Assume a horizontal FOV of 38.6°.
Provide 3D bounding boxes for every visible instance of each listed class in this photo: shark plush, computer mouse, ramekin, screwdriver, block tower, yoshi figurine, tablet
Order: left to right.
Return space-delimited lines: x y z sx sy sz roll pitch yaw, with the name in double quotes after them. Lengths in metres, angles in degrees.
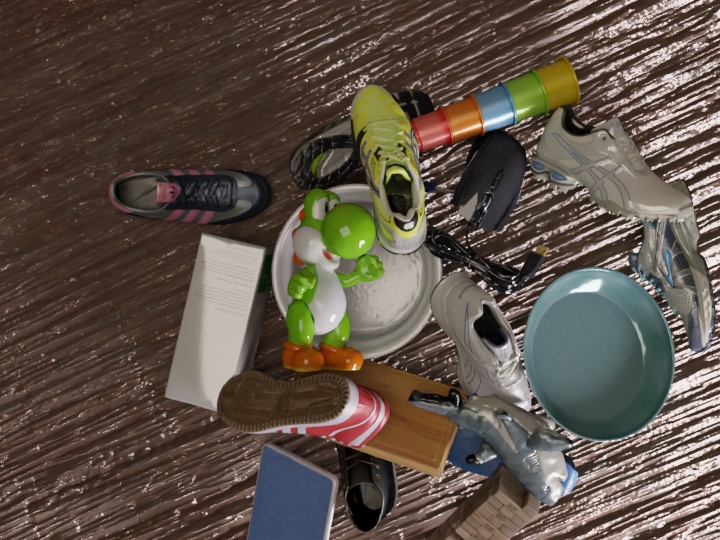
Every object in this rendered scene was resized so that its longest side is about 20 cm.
-0.089 0.324 1.249 0.129 0.014 0.202 17 101 39 "tablet"
-0.029 0.009 1.128 0.111 0.112 0.202 1 87 3 "yoshi figurine"
0.000 0.000 1.225 0.198 0.098 0.203 0 92 6 "ramekin"
0.104 -0.099 1.223 0.198 0.028 0.029 4 103 -12 "screwdriver"
0.127 0.313 1.209 0.058 0.054 0.200 39 116 -4 "block tower"
0.147 0.186 1.136 0.199 0.091 0.084 25 96 -17 "shark plush"
0.170 -0.074 1.186 0.140 0.046 0.201 34 62 -4 "computer mouse"

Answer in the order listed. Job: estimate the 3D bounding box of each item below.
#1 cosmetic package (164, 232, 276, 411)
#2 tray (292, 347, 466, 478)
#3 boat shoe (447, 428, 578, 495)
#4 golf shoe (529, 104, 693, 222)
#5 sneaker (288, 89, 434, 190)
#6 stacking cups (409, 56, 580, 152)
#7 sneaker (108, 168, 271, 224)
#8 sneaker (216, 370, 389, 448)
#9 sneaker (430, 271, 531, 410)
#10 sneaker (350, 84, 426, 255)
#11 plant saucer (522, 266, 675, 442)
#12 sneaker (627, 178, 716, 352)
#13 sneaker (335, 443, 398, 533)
-0.165 0.060 1.242 0.084 0.108 0.202 13 95 5 "cosmetic package"
0.014 0.159 1.196 0.198 0.037 0.099 16 65 17 "tray"
0.160 0.213 1.230 0.199 0.069 0.085 30 103 6 "boat shoe"
0.286 -0.120 1.156 0.199 0.078 0.098 27 119 28 "golf shoe"
-0.004 -0.163 1.233 0.199 0.081 0.074 -25 113 -12 "sneaker"
0.154 -0.191 1.199 0.198 0.061 0.061 -19 90 -6 "stacking cups"
-0.211 -0.090 1.254 0.198 0.082 0.071 -2 91 7 "sneaker"
-0.061 0.157 1.154 0.199 0.112 0.072 -5 69 37 "sneaker"
0.147 0.097 1.167 0.074 0.087 0.201 -38 117 -13 "sneaker"
0.038 -0.121 1.139 0.075 0.076 0.202 -13 72 -9 "sneaker"
0.272 0.098 1.198 0.198 0.036 0.202 3 79 -17 "plant saucer"
0.362 0.000 1.204 0.086 0.078 0.202 -13 83 19 "sneaker"
0.002 0.205 1.226 0.074 0.106 0.202 -15 90 7 "sneaker"
